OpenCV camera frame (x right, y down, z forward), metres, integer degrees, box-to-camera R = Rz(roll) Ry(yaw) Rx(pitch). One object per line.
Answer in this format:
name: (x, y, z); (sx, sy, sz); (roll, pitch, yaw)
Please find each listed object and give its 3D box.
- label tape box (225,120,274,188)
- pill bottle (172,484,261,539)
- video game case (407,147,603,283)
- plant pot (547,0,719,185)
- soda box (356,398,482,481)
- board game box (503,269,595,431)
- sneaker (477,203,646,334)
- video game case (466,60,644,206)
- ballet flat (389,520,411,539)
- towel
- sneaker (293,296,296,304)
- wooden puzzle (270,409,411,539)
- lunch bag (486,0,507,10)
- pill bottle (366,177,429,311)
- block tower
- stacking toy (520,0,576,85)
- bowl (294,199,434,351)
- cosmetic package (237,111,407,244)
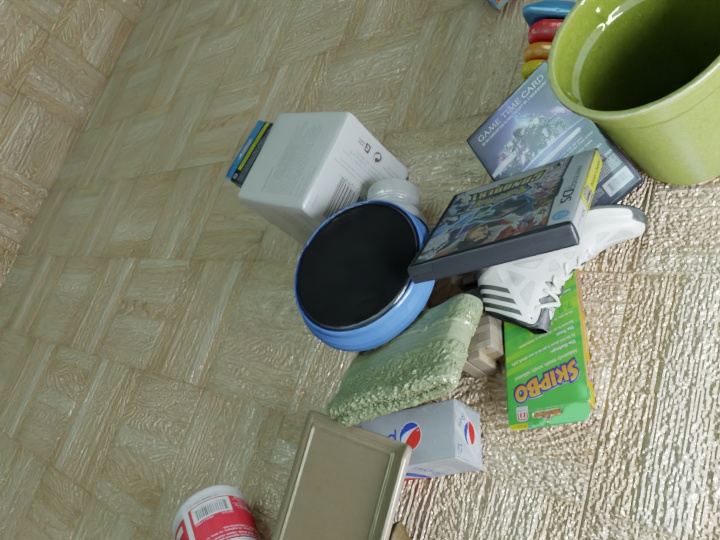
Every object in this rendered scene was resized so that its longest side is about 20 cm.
label tape box: (-0.182, -0.215, 1.310); (0.198, 0.066, 0.146); (28, 85, 53)
pill bottle: (-0.176, 0.397, 0.859); (0.113, 0.111, 0.200); (-50, 40, 7)
video game case: (0.167, -0.063, 0.742); (0.196, 0.026, 0.182); (-15, 25, 37)
plant pot: (0.326, -0.194, 0.683); (0.197, 0.183, 0.206); (-24, 50, 32)
soda box: (0.049, 0.214, 0.787); (0.196, 0.063, 0.070); (-22, 52, 35)
board game box: (0.210, 0.080, 0.740); (0.094, 0.030, 0.205); (-18, 50, 34)
sneaker: (0.225, 0.007, 0.722); (0.196, 0.075, 0.119); (-18, 67, 29)
video game case: (0.233, -0.139, 0.808); (0.143, 0.019, 0.203); (-43, 59, 27)
ballet flat: (0.040, 0.382, 0.694); (0.070, 0.068, 0.206); (8, 70, 26)
towel: (0.050, 0.106, 0.764); (0.197, 0.037, 0.150); (-25, 24, 40)
sneaker: (-0.044, 0.057, 0.993); (0.082, 0.075, 0.200); (-62, 34, 10)
wooden puzzle: (-0.026, 0.277, 0.759); (0.197, 0.037, 0.191); (4, 73, 50)
lunch bag: (0.189, -0.535, 1.073); (0.077, 0.158, 0.204); (-38, 49, 25)
pill bottle: (0.043, -0.024, 0.914); (0.109, 0.110, 0.206); (-20, 52, 35)
block tower: (0.150, 0.027, 0.818); (0.053, 0.057, 0.206); (-21, 53, 34)
stacking toy: (0.251, -0.239, 0.869); (0.114, 0.109, 0.206); (20, 91, 36)
bowl: (0.000, 0.000, 0.826); (0.195, 0.039, 0.206); (-16, 55, 23)
cosmetic package: (-0.062, -0.141, 1.058); (0.197, 0.164, 0.169); (15, 75, 47)
